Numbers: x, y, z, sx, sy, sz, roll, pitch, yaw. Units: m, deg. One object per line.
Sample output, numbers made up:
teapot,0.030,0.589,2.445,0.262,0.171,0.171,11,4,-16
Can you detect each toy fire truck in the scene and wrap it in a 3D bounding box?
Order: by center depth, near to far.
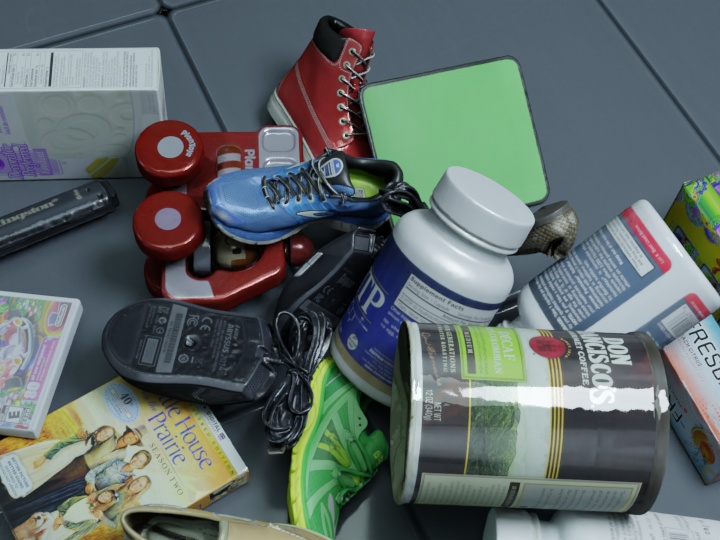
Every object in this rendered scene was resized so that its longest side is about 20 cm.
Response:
toy fire truck,-0.131,-0.055,1.071,0.166,0.112,0.202,-3,60,-5

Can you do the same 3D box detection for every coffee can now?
coffee can,0.129,0.119,0.886,0.198,0.147,0.148,3,58,-4

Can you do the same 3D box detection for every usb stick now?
usb stick,-0.337,-0.040,1.086,0.199,0.033,0.055,-24,27,-18

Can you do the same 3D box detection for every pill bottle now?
pill bottle,0.202,0.254,0.911,0.198,0.115,0.115,7,58,0
pill bottle,0.067,0.015,0.981,0.119,0.201,0.120,25,22,-11
pill bottle,0.212,0.040,1.000,0.199,0.119,0.120,-37,63,14

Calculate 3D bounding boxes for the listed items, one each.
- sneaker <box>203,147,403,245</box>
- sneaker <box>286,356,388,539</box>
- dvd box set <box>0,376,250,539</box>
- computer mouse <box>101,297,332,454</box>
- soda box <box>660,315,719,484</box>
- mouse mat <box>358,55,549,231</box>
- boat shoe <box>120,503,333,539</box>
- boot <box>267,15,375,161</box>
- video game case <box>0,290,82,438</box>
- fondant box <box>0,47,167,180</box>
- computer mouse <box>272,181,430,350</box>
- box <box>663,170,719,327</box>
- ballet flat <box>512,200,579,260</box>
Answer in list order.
sneaker,-0.050,-0.079,1.019,0.198,0.089,0.079,-8,67,-26
sneaker,-0.018,0.167,0.969,0.083,0.074,0.202,7,58,4
dvd box set,-0.218,0.175,0.973,0.199,0.029,0.147,-28,65,-19
computer mouse,-0.133,0.085,0.983,0.198,0.053,0.139,13,56,3
soda box,0.316,0.095,1.048,0.068,0.064,0.201,-17,62,-15
mouse mat,0.100,-0.129,1.136,0.198,0.008,0.163,-15,94,-25
boat shoe,-0.100,0.226,0.872,0.198,0.076,0.072,6,63,13
boot,-0.007,-0.161,1.124,0.072,0.145,0.201,-6,53,-47
video game case,-0.371,0.078,1.010,0.198,0.018,0.144,6,53,5
fondant box,-0.295,-0.154,1.100,0.198,0.145,0.059,-1,60,-5
computer mouse,0.000,0.000,1.063,0.200,0.140,0.046,-49,54,12
box,0.431,-0.008,1.086,0.198,0.122,0.194,-19,62,-16
ballet flat,0.147,-0.027,1.047,0.067,0.200,0.047,-33,98,-23
